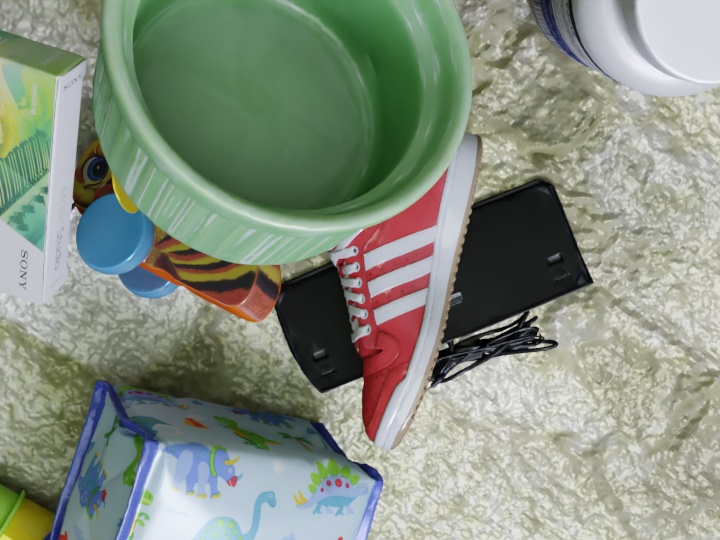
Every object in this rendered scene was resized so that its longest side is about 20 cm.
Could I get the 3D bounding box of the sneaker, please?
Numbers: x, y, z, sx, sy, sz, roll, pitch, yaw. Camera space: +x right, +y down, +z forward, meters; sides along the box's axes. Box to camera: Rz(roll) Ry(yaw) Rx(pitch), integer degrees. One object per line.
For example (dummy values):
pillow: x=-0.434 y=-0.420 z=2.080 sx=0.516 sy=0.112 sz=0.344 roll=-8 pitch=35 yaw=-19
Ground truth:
sneaker: x=0.000 y=0.000 z=0.787 sx=0.111 sy=0.071 sz=0.202 roll=15 pitch=78 yaw=-8

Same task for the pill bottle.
pill bottle: x=0.162 y=-0.156 z=0.708 sx=0.110 sy=0.200 sz=0.112 roll=-1 pitch=106 yaw=-5

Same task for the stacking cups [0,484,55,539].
stacking cups: x=-0.283 y=0.140 z=0.832 sx=0.199 sy=0.061 sz=0.061 roll=31 pitch=101 yaw=-9

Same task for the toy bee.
toy bee: x=-0.132 y=-0.044 z=0.765 sx=0.198 sy=0.131 sz=0.110 roll=17 pitch=79 yaw=2

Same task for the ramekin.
ramekin: x=-0.049 y=-0.101 z=0.695 sx=0.198 sy=0.098 sz=0.202 roll=7 pitch=70 yaw=-20

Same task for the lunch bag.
lunch bag: x=-0.104 y=0.187 z=0.803 sx=0.169 sy=0.127 sz=0.202 roll=14 pitch=98 yaw=-30

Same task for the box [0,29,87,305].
box: x=-0.251 y=-0.076 z=0.709 sx=0.198 sy=0.036 sz=0.145 roll=17 pitch=123 yaw=6

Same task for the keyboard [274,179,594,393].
keyboard: x=0.050 y=0.024 z=0.844 sx=0.198 sy=0.040 sz=0.105 roll=-21 pitch=83 yaw=3
